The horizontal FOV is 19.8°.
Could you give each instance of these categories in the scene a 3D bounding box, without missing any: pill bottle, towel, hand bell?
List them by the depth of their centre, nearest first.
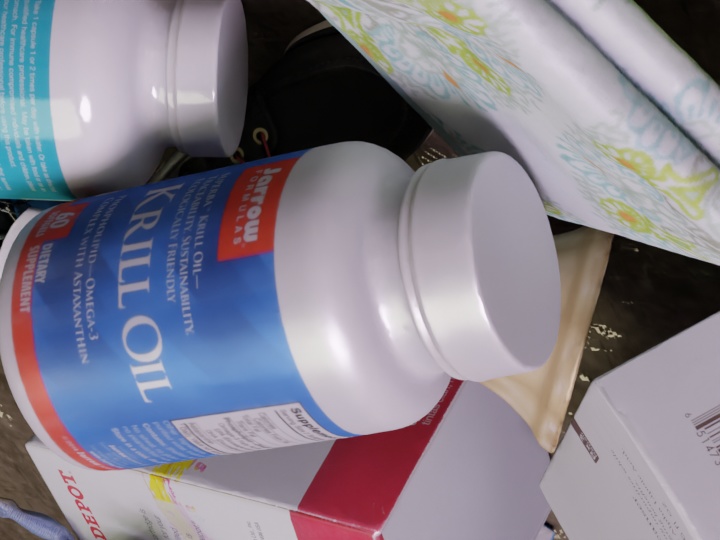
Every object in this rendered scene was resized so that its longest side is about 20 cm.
[{"bbox_3d":[0.061,-0.068,0.742,0.200,0.048,0.171,38,175,-31],"label":"towel"},{"bbox_3d":[-0.030,0.011,0.793,0.200,0.112,0.112,-12,129,26],"label":"pill bottle"},{"bbox_3d":[-0.151,-0.085,0.858,0.200,0.111,0.111,3,140,8],"label":"pill bottle"},{"bbox_3d":[0.000,0.000,0.875,0.200,0.104,0.104,16,144,6],"label":"hand bell"}]

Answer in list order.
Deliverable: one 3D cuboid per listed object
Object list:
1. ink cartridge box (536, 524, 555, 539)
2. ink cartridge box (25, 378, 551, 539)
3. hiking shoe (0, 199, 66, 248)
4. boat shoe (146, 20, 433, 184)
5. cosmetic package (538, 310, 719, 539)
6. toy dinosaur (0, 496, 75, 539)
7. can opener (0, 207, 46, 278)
[{"bbox_3d":[0.021,0.205,1.136,0.067,0.116,0.200,32,147,-2],"label":"ink cartridge box"},{"bbox_3d":[-0.030,0.097,1.014,0.200,0.145,0.145,11,141,28],"label":"ink cartridge box"},{"bbox_3d":[-0.163,-0.056,0.966,0.074,0.087,0.200,-13,131,26],"label":"hiking shoe"},{"bbox_3d":[-0.032,-0.049,0.908,0.074,0.063,0.201,44,143,-13],"label":"boat shoe"},{"bbox_3d":[0.143,0.097,0.854,0.113,0.081,0.200,60,169,16],"label":"cosmetic package"},{"bbox_3d":[-0.136,0.183,1.010,0.200,0.105,0.181,25,169,-10],"label":"toy dinosaur"},{"bbox_3d":[-0.068,0.011,0.933,0.200,0.053,0.066,10,-176,2],"label":"can opener"}]
